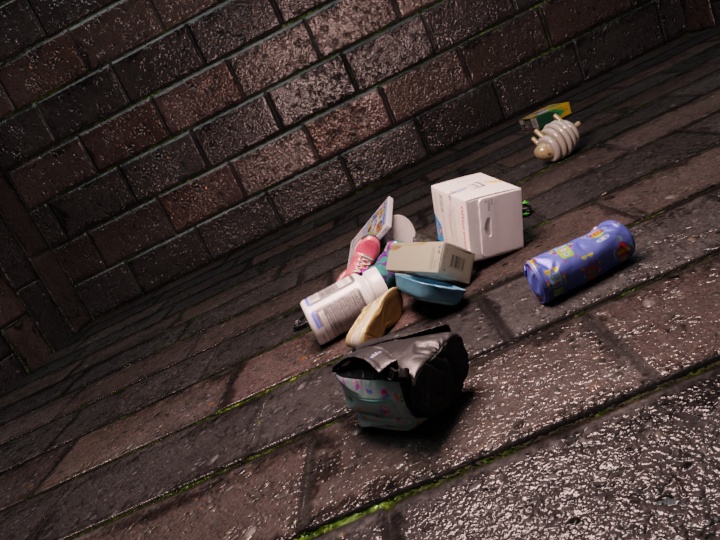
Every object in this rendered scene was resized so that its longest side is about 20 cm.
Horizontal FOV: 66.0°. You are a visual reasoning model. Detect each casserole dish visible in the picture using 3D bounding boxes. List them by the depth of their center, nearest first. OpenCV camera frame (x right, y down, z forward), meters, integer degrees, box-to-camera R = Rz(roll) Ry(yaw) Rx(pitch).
[{"bbox_3d":[0.144,0.040,1.189,0.119,0.040,0.200,10,5,-17],"label":"casserole dish"}]

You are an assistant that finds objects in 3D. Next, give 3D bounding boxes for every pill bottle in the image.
[{"bbox_3d":[-0.032,0.079,1.299,0.197,0.115,0.114,-27,15,-6],"label":"pill bottle"},{"bbox_3d":[0.070,-0.082,1.642,0.112,0.114,0.199,-34,4,-30],"label":"pill bottle"}]

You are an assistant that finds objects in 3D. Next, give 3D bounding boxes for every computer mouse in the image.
[{"bbox_3d":[-0.093,0.113,1.463,0.197,0.034,0.059,-27,30,18],"label":"computer mouse"}]

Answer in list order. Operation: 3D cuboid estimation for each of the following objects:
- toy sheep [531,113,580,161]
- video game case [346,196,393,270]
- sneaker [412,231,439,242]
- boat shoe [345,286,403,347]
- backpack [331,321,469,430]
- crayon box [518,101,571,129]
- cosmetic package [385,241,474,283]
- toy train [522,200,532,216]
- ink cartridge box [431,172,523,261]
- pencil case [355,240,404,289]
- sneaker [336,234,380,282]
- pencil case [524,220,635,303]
[{"bbox_3d":[0.661,-0.442,1.855,0.199,0.139,0.138,-39,16,-6],"label":"toy sheep"},{"bbox_3d":[0.027,-0.101,1.576,0.200,0.018,0.145,-49,21,34],"label":"video game case"},{"bbox_3d":[0.186,-0.061,1.510,0.089,0.078,0.200,3,12,7],"label":"sneaker"},{"bbox_3d":[0.029,0.101,1.200,0.068,0.075,0.200,-8,24,34],"label":"boat shoe"},{"bbox_3d":[0.051,0.166,0.845,0.198,0.129,0.166,-13,8,43],"label":"backpack"},{"bbox_3d":[0.867,-0.727,2.611,0.170,0.059,0.200,-27,15,-2],"label":"crayon box"},{"bbox_3d":[0.157,-0.020,1.284,0.104,0.073,0.198,17,-7,-33],"label":"cosmetic package"},{"bbox_3d":[0.360,-0.158,1.482,0.195,0.043,0.056,-7,8,-6],"label":"toy train"},{"bbox_3d":[0.278,-0.132,1.328,0.142,0.150,0.200,-15,22,-11],"label":"ink cartridge box"},{"bbox_3d":[0.064,-0.003,1.448,0.084,0.093,0.200,-30,11,36],"label":"pencil case"},{"bbox_3d":[0.000,0.000,1.496,0.202,0.073,0.087,-61,16,22],"label":"sneaker"},{"bbox_3d":[0.388,-0.020,0.992,0.197,0.079,0.087,-27,44,-4],"label":"pencil case"}]
